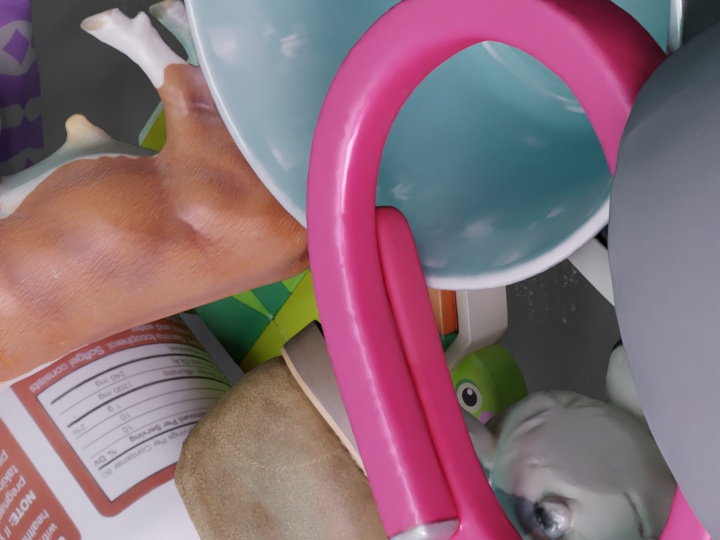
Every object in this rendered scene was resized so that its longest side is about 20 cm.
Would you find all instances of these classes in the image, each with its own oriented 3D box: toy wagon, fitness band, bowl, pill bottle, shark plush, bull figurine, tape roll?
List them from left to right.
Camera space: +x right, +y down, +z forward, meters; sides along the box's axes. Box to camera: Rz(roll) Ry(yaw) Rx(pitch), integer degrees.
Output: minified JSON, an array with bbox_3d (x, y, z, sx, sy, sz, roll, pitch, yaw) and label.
[{"bbox_3d":[-0.112,-0.016,1.002,0.065,0.200,0.121,167,84,-73],"label":"bull figurine"},{"bbox_3d":[-0.086,0.081,1.054,0.200,0.112,0.112,52,131,29],"label":"pill bottle"},{"bbox_3d":[0.000,0.000,1.052,0.200,0.040,0.155,51,131,18],"label":"toy wagon"},{"bbox_3d":[0.048,-0.102,0.932,0.201,0.105,0.201,14,112,38],"label":"bowl"},{"bbox_3d":[0.050,0.012,0.856,0.144,0.037,0.200,-26,77,45],"label":"fitness band"},{"bbox_3d":[0.089,0.095,0.930,0.200,0.091,0.083,40,142,52],"label":"shark plush"},{"bbox_3d":[0.161,0.010,0.800,0.066,0.200,0.200,-28,84,45],"label":"tape roll"}]

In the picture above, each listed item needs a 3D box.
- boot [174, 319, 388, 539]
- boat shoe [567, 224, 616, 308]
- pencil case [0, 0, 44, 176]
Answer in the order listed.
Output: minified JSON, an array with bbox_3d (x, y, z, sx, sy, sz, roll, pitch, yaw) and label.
[{"bbox_3d":[0.015,0.118,0.962,0.075,0.074,0.200,-37,80,2],"label":"boot"},{"bbox_3d":[0.148,0.030,0.905,0.062,0.075,0.200,-51,51,5],"label":"boat shoe"},{"bbox_3d":[-0.164,-0.035,1.163,0.085,0.084,0.200,-133,39,-74],"label":"pencil case"}]
